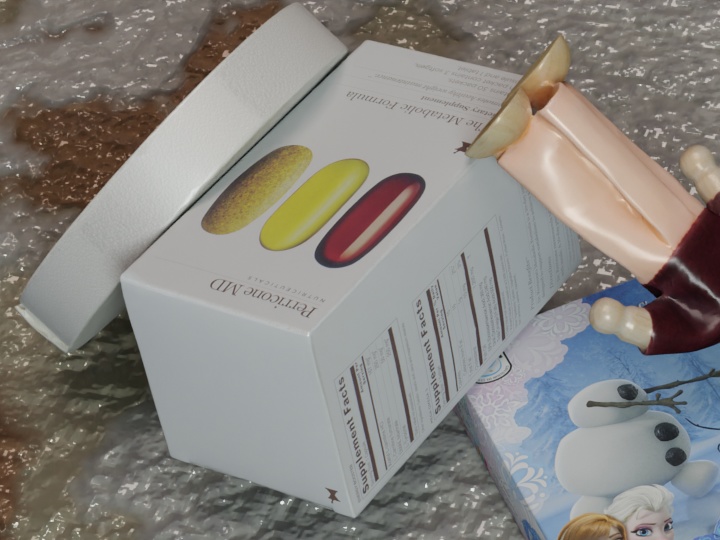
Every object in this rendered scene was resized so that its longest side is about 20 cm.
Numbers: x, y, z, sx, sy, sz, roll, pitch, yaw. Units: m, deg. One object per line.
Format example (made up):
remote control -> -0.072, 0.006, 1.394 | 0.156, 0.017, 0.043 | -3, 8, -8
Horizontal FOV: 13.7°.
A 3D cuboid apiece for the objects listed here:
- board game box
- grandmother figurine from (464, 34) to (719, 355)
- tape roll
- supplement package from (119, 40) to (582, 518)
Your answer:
board game box -> 0.164, 0.078, 1.376 | 0.199, 0.043, 0.199 | -20, 44, -9
grandmother figurine -> 0.140, -0.010, 1.339 | 0.200, 0.061, 0.121 | 39, 63, -3
tape roll -> -0.085, -0.044, 1.450 | 0.037, 0.203, 0.203 | 42, 58, 1
supplement package -> 0.000, 0.000, 1.385 | 0.113, 0.110, 0.200 | 15, 45, 33
